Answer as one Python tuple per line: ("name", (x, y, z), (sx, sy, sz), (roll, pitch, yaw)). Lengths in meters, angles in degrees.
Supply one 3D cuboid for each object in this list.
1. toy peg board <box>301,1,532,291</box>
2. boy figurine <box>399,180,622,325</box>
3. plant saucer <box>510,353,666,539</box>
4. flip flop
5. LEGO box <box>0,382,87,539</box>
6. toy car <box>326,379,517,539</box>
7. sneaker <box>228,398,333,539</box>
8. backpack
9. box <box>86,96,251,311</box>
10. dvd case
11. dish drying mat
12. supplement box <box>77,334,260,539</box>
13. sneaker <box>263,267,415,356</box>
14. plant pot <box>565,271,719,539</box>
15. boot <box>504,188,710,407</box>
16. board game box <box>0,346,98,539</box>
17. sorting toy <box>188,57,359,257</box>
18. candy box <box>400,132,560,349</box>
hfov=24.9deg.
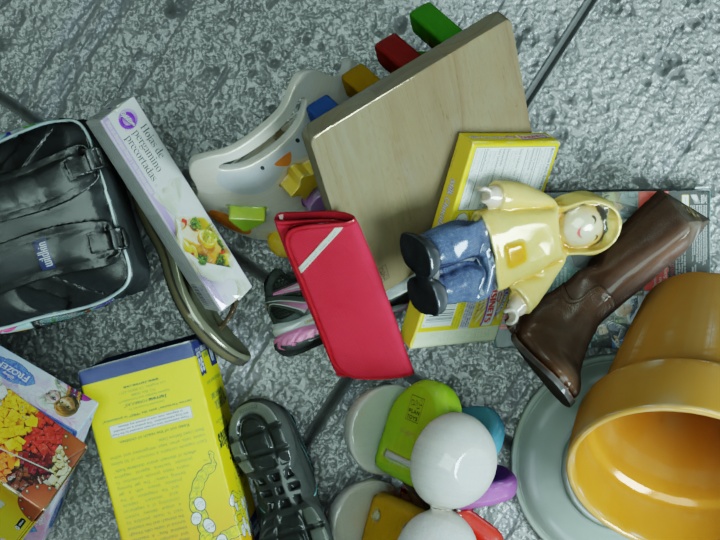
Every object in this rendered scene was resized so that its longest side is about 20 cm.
("toy peg board", (0.038, -0.113, 1.403), (0.198, 0.201, 0.098), (-32, 47, -14))
("boy figurine", (0.132, -0.017, 1.381), (0.198, 0.064, 0.126), (-15, 106, -22))
("plant saucer", (0.236, 0.178, 1.483), (0.198, 0.050, 0.203), (0, 93, 3))
("flip flop", (-0.146, -0.006, 1.489), (0.057, 0.081, 0.202), (-25, 85, 7))
("LEGO box", (-0.346, 0.179, 1.413), (0.148, 0.077, 0.200), (37, 137, -6))
("toy car", (0.071, 0.200, 1.456), (0.149, 0.175, 0.202), (9, 93, -31))
("sneaker", (-0.059, 0.212, 1.479), (0.075, 0.079, 0.202), (-16, 84, 15))
("backpack", (-0.302, -0.034, 1.459), (0.198, 0.151, 0.179), (-18, 91, 2))
("box", (-0.164, -0.056, 1.411), (0.039, 0.041, 0.201), (-39, 109, -22))
("dvd case", (0.220, -0.001, 1.491), (0.198, 0.022, 0.148), (-1, 92, 3))
("dish drying mat", (-0.013, 0.026, 1.399), (0.076, 0.018, 0.201), (-2, 136, 18))
("supplement box", (-0.170, 0.169, 1.480), (0.108, 0.109, 0.202), (-14, 92, 4))
("sneaker", (0.000, 0.000, 1.480), (0.198, 0.080, 0.087), (-23, 80, -1))
("plant pot", (0.286, 0.109, 1.378), (0.198, 0.201, 0.184), (17, 50, 3))
("boot", (0.221, 0.015, 1.392), (0.199, 0.187, 0.064), (-37, 109, 6))
("board game box", (-0.347, 0.138, 1.465), (0.199, 0.041, 0.200), (29, 136, 3))
("sorting toy", (-0.070, -0.105, 1.417), (0.199, 0.180, 0.107), (-38, 70, 5))
("candy box", (0.103, -0.026, 1.425), (0.026, 0.101, 0.202), (40, 123, 42))
